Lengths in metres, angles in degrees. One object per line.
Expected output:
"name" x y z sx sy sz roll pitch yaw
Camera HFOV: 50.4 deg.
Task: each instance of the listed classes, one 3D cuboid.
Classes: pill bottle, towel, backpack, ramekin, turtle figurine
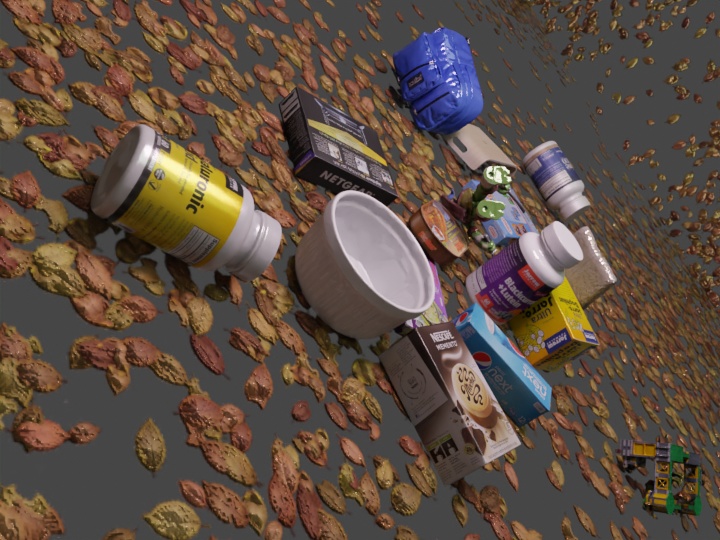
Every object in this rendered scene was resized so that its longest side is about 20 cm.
"pill bottle" -0.191 -0.067 0.869 0.199 0.111 0.112 31 35 -32
"pill bottle" 0.295 0.003 1.375 0.111 0.200 0.112 33 34 -27
"towel" 0.409 0.024 1.515 0.034 0.200 0.134 3 54 -37
"backpack" 0.162 -0.403 1.680 0.167 0.162 0.202 -4 73 -45
"pill bottle" 0.523 -0.233 2.034 0.110 0.111 0.201 -5 62 -55
"ramekin" 0.000 0.000 1.066 0.199 0.105 0.201 35 33 -27
"turtle figurine" 0.261 -0.115 1.467 0.200 0.144 0.194 45 -9 5

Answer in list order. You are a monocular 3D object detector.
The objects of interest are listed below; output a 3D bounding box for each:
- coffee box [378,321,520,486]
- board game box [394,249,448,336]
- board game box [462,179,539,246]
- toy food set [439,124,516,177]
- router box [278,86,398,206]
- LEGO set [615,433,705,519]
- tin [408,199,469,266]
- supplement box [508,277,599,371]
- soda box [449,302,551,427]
"coffee box" 0.124 0.180 1.068 0.112 0.080 0.202 -4 61 -55
"board game box" 0.089 0.035 1.229 0.119 0.032 0.202 26 38 -32
"board game box" 0.321 -0.124 1.712 0.199 0.036 0.153 3 55 -54
"toy food set" 0.275 -0.281 1.810 0.199 0.061 0.144 1 46 -55
"router box" -0.036 -0.200 1.283 0.199 0.052 0.159 21 42 -42
"LEGO set" 0.560 0.392 1.454 0.199 0.115 0.156 9 79 -45
"tin" 0.143 -0.067 1.378 0.112 0.042 0.200 49 20 3
"supplement box" 0.347 0.076 1.460 0.109 0.109 0.202 14 47 -46
"soda box" 0.225 0.155 1.253 0.200 0.064 0.068 48 30 -8
